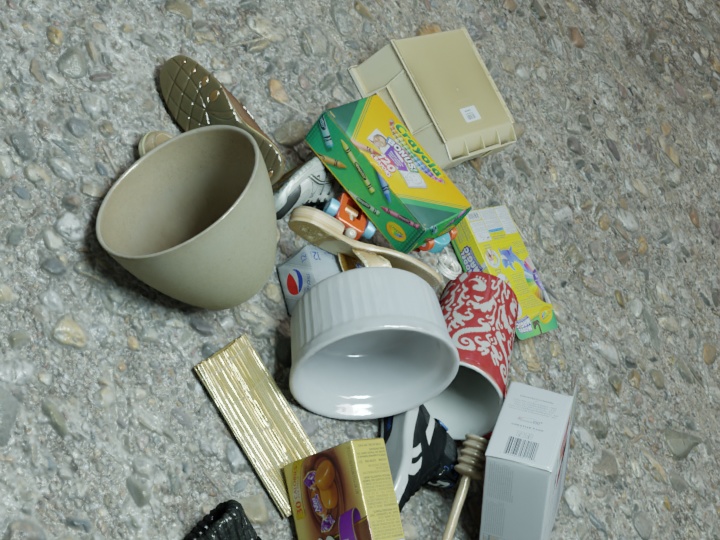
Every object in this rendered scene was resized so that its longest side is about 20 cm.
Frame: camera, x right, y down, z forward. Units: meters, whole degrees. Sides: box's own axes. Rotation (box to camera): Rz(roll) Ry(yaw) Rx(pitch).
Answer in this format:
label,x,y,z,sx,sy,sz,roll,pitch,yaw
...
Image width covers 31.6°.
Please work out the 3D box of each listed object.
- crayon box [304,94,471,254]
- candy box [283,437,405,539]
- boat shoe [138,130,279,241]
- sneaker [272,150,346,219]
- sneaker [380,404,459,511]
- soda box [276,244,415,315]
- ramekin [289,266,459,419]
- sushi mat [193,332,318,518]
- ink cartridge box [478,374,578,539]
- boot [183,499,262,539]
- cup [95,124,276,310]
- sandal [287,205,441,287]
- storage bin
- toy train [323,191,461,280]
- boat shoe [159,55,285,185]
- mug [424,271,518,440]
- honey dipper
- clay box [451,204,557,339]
label,x,y,z,sx,sy,sz,roll,pitch,yaw
crayon box,0.036,-0.123,1.614,0.200,0.058,0.118,50,37,11
candy box,-0.010,0.294,1.379,0.056,0.116,0.202,4,68,-45
boat shoe,-0.177,-0.096,1.509,0.200,0.065,0.072,47,41,-13
sneaker,-0.050,-0.105,1.640,0.088,0.075,0.200,58,43,-10
sneaker,0.070,0.251,1.536,0.112,0.073,0.201,40,43,-22
soda box,-0.008,0.017,1.612,0.199,0.063,0.069,3,62,-45
ramekin,0.010,0.084,1.491,0.199,0.200,0.098,21,44,-36
sushi mat,-0.109,0.175,1.446,0.095,0.012,0.201,-31,90,-52
ink cartridge box,0.210,0.247,1.586,0.083,0.201,0.176,12,40,15
boot,-0.133,0.345,1.256,0.158,0.079,0.212,54,29,-16
cup,-0.171,-0.040,1.407,0.201,0.198,0.144,-76,147,-41
sandal,-0.003,0.001,1.537,0.211,0.077,0.070,28,66,-22
storage bin,0.115,-0.247,1.887,0.199,0.093,0.200,-21,82,-50
toy train,0.035,-0.052,1.638,0.199,0.056,0.151,28,40,-20
boat shoe,-0.171,-0.182,1.579,0.200,0.072,0.068,47,7,-1
mug,0.138,0.120,1.677,0.132,0.179,0.201,9,40,11
honey dipper,0.111,0.296,1.528,0.038,0.038,0.202,30,72,-29
clay box,0.207,0.008,1.853,0.114,0.047,0.202,-11,75,-49
